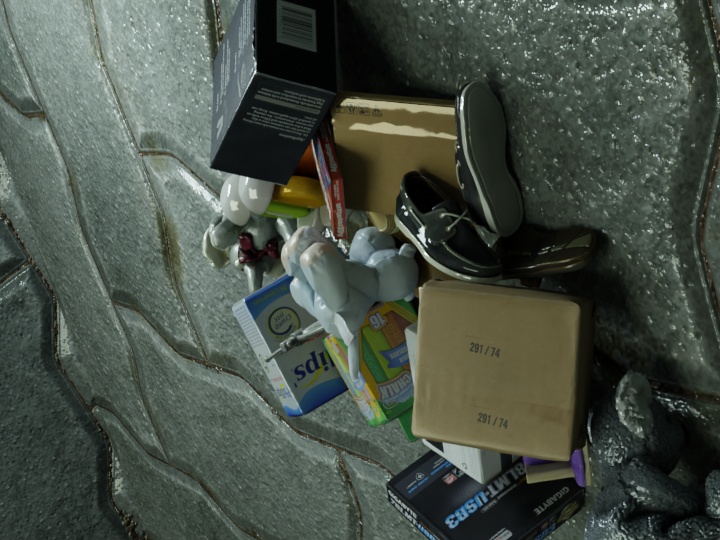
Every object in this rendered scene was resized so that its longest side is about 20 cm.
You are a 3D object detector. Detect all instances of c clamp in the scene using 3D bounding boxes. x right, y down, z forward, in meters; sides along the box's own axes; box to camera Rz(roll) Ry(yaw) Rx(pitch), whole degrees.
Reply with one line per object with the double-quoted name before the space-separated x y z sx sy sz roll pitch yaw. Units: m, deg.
"c clamp" -0.037 0.066 1.882 0.027 0.199 0.170 60 150 -1

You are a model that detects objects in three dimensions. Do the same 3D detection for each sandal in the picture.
"sandal" 0.218 -0.012 1.523 0.055 0.082 0.199 47 152 -23

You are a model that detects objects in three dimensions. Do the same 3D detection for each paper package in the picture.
"paper package" 0.167 0.114 1.490 0.197 0.103 0.194 5 95 20

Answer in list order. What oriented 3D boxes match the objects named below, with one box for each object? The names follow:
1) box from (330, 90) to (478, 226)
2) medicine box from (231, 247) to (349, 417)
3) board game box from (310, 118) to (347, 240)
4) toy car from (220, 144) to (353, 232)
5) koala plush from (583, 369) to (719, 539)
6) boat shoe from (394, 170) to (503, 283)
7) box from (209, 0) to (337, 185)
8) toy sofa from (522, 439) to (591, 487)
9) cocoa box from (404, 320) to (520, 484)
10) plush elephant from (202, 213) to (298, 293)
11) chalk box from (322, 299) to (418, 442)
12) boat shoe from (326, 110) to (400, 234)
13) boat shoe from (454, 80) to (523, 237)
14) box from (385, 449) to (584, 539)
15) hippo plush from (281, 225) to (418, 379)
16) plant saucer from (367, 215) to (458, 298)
"box" 0.057 -0.143 1.621 0.197 0.021 0.166 9 124 28
"medicine box" -0.072 0.097 1.987 0.202 0.181 0.103 61 162 0
"board game box" -0.047 -0.146 1.706 0.201 0.019 0.104 -105 7 -46
"toy car" -0.106 -0.140 1.894 0.200 0.173 0.152 158 118 -64
"koala plush" 0.321 0.224 1.459 0.178 0.181 0.203 103 153 -71
"boat shoe" 0.105 -0.050 1.545 0.200 0.071 0.068 47 136 44
"box" -0.117 -0.257 1.684 0.200 0.116 0.199 126 149 -49
"toy sofa" 0.237 0.178 1.599 0.098 0.082 0.202 -91 -9 -58
"cocoa box" 0.158 0.151 1.700 0.133 0.130 0.202 30 140 45
"plush elephant" -0.174 -0.040 2.085 0.201 0.162 0.157 -107 22 -54
"chalk box" 0.051 0.152 1.883 0.202 0.123 0.124 59 164 4
"boat shoe" -0.004 -0.141 1.726 0.071 0.075 0.202 -32 76 50
"boat shoe" 0.143 -0.134 1.526 0.060 0.074 0.202 18 139 47
"box" 0.171 0.310 1.755 0.198 0.199 0.050 37 148 40
"hippo plush" 0.000 0.000 1.721 0.200 0.159 0.161 49 158 38
"plant saucer" 0.066 -0.037 1.789 0.200 0.035 0.202 42 147 35
